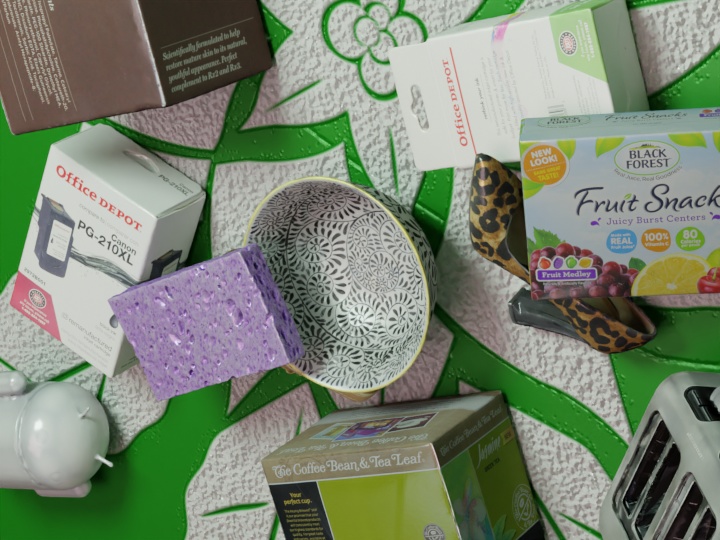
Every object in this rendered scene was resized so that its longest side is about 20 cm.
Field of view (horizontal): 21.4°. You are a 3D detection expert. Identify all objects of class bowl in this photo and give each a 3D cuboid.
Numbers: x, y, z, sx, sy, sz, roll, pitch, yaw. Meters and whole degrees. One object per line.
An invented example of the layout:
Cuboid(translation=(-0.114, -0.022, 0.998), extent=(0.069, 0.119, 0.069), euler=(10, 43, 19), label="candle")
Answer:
Cuboid(translation=(0.000, 0.000, 1.716), extent=(0.200, 0.094, 0.202), euler=(14, 116, 31), label="bowl")

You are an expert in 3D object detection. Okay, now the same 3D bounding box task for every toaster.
Cuboid(translation=(0.289, 0.202, 1.526), extent=(0.118, 0.181, 0.201), euler=(11, 120, -18), label="toaster")

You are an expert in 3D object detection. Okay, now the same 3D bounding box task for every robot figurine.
Cuboid(translation=(-0.347, 0.174, 2.014), extent=(0.199, 0.113, 0.170), euler=(-2, 130, 35), label="robot figurine")

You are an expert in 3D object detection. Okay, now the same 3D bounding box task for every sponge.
Cuboid(translation=(-0.145, 0.051, 1.765), extent=(0.199, 0.030, 0.112), euler=(-18, 99, 44), label="sponge")

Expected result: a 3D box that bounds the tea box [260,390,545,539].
Cuboid(translation=(0.045, 0.230, 1.748), extent=(0.199, 0.133, 0.198), euler=(-9, 103, 37), label="tea box")

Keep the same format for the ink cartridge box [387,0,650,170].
Cuboid(translation=(0.130, -0.153, 1.582), extent=(0.199, 0.067, 0.118), euler=(-5, 106, 35), label="ink cartridge box")

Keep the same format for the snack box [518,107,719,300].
Cuboid(translation=(0.229, -0.053, 1.502), extent=(0.199, 0.053, 0.143), euler=(-3, 115, 9), label="snack box")

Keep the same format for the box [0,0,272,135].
Cuboid(translation=(-0.220, -0.231, 1.736), extent=(0.199, 0.166, 0.165), euler=(-6, 103, 37), label="box")

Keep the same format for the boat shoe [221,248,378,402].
Cuboid(translation=(-0.059, 0.060, 1.803), extent=(0.200, 0.074, 0.067), euler=(40, 139, 17), label="boat shoe")

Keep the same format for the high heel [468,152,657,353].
Cuboid(translation=(0.170, -0.016, 1.582), extent=(0.142, 0.072, 0.201), euler=(13, 142, 36), label="high heel")

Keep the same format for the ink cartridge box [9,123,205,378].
Cuboid(translation=(-0.252, -0.021, 1.891), extent=(0.144, 0.084, 0.201), euler=(33, 124, 20), label="ink cartridge box")
